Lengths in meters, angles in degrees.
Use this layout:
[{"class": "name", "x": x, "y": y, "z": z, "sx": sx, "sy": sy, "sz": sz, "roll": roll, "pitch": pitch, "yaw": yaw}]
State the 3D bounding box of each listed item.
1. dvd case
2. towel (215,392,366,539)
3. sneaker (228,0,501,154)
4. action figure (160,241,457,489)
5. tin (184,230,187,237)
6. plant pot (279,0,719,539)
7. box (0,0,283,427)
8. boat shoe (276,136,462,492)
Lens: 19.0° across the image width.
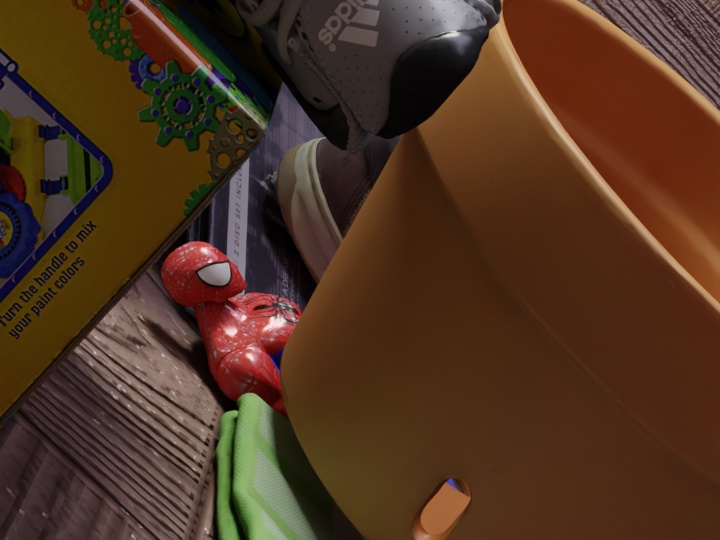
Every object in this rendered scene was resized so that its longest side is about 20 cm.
[{"class": "dvd case", "x": 0.000, "y": 0.000, "z": 0.883, "sx": 0.200, "sy": 0.016, "sz": 0.150, "roll": 38, "pitch": 39, "yaw": -39}, {"class": "towel", "x": 0.035, "y": 0.127, "z": 0.658, "sx": 0.200, "sy": 0.031, "sz": 0.149, "roll": 42, "pitch": 10, "yaw": -16}, {"class": "sneaker", "x": -0.021, "y": -0.085, "z": 0.454, "sx": 0.116, "sy": 0.075, "sz": 0.200, "roll": 52, "pitch": 11, "yaw": 22}, {"class": "action figure", "x": 0.003, "y": 0.053, "z": 0.779, "sx": 0.200, "sy": 0.052, "sz": 0.066, "roll": 38, "pitch": 17, "yaw": -27}, {"class": "tin", "x": -0.084, "y": -0.071, "z": 0.935, "sx": 0.200, "sy": 0.042, "sz": 0.112, "roll": 53, "pitch": 9, "yaw": 33}, {"class": "plant pot", "x": 0.069, "y": 0.026, "z": 0.688, "sx": 0.200, "sy": 0.140, "sz": 0.200, "roll": 37, "pitch": 21, "yaw": -17}, {"class": "box", "x": -0.126, "y": -0.074, "z": 0.545, "sx": 0.192, "sy": 0.122, "sz": 0.200, "roll": 42, "pitch": 10, "yaw": -9}, {"class": "boat shoe", "x": 0.043, "y": 0.026, "z": 0.849, "sx": 0.201, "sy": 0.065, "sz": 0.072, "roll": 56, "pitch": 30, "yaw": -15}]
